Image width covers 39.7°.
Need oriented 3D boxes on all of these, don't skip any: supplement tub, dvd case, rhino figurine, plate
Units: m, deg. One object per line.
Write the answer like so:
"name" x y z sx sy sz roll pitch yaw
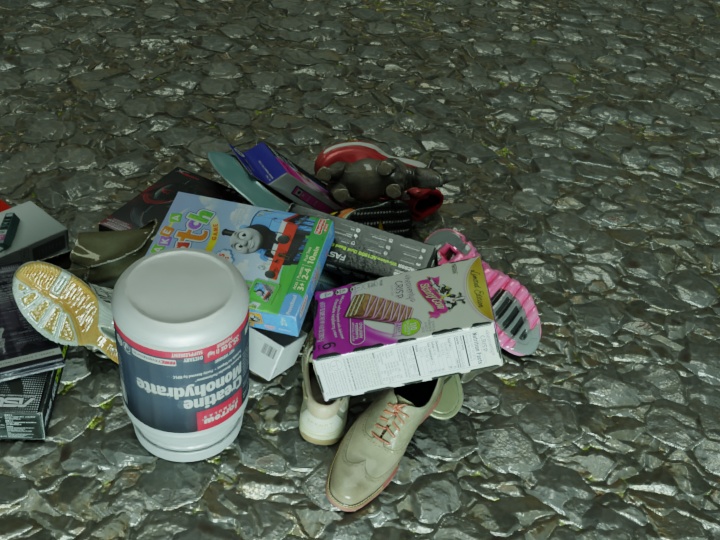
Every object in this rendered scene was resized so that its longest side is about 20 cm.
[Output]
"supplement tub" -0.187 0.091 1.057 0.138 0.202 0.141 3 40 -2
"dvd case" -0.438 0.063 1.142 0.147 0.016 0.200 -13 39 -27
"rhino figurine" 0.039 -0.130 1.407 0.197 0.061 0.087 -2 8 3
"plate" -0.128 -0.111 1.397 0.200 0.026 0.200 39 9 -7

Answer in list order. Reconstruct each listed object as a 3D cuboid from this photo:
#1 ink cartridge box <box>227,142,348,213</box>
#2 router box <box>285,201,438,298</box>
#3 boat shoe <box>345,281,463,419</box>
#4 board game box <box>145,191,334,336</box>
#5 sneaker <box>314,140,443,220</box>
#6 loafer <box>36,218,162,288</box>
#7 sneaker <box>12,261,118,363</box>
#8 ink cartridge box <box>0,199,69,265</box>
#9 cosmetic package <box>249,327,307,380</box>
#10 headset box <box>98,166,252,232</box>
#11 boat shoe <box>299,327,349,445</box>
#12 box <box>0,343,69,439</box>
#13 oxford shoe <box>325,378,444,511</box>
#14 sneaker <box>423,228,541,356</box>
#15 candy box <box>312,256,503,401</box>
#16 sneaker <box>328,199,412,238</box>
"ink cartridge box" -0.095 -0.125 1.418 0.199 0.037 0.095 28 16 -42
"router box" 0.000 0.000 1.257 0.198 0.150 0.063 18 69 14
"boat shoe" 0.050 0.097 1.198 0.075 0.068 0.200 -39 75 -8
"board game box" -0.145 -0.011 1.156 0.198 0.037 0.152 10 52 11
"sneaker" 0.037 -0.132 1.476 0.198 0.079 0.116 3 25 -22
"loafer" -0.325 -0.014 1.225 0.198 0.070 0.075 -27 26 6
"sneaker" -0.321 0.047 1.159 0.200 0.076 0.088 38 3 -35
"ink cartridge box" -0.520 -0.042 1.326 0.173 0.044 0.199 32 43 29
"cosmetic package" -0.169 0.057 1.196 0.199 0.051 0.082 29 17 12
"headset box" -0.246 -0.045 1.346 0.147 0.076 0.200 22 39 18
"boat shoe" -0.037 0.113 1.175 0.071 0.066 0.201 7 36 0
"box" -0.441 0.108 1.132 0.197 0.048 0.194 3 34 -6
"oxford shoe" 0.026 0.167 1.077 0.070 0.075 0.201 29 58 11
"sneaker" 0.160 0.034 1.308 0.079 0.096 0.200 -38 74 -10
"candy box" 0.049 0.062 1.098 0.198 0.062 0.137 -12 31 6
"sneaker" -0.001 -0.063 1.390 0.089 0.071 0.199 3 7 30
